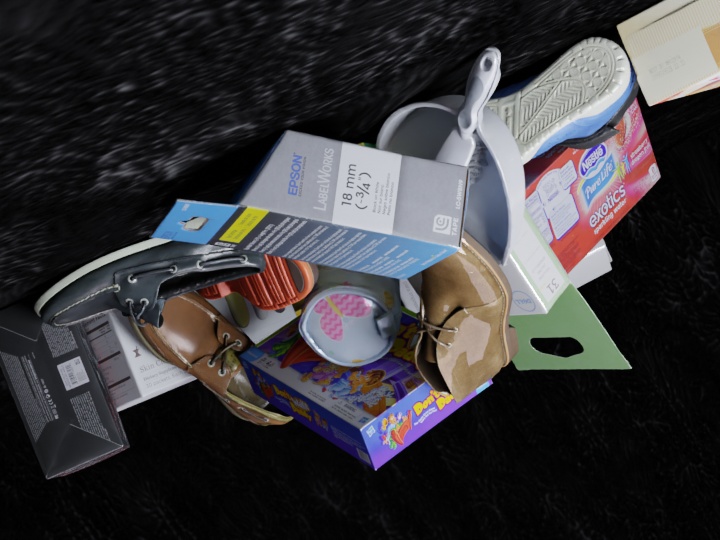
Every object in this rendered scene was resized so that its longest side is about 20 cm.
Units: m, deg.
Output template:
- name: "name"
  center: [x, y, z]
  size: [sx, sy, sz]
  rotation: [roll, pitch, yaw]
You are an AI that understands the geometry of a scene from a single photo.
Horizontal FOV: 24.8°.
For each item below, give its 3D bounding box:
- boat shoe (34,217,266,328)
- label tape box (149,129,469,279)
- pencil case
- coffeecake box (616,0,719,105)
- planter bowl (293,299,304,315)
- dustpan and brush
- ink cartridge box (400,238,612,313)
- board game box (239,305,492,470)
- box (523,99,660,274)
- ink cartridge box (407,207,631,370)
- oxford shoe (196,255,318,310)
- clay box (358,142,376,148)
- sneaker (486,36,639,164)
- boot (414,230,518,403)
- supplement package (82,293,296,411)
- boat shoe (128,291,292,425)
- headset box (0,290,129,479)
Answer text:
- name: "boat shoe"
  center: [-0.169, 0.013, 1.354]
  size: [0.198, 0.067, 0.075]
  rotation: [-23, 168, -10]
- name: "label tape box"
  center: [-0.039, -0.048, 1.159]
  size: [0.198, 0.064, 0.144]
  rotation: [10, 168, -14]
- name: "pencil case"
  center: [0.000, 0.000, 1.465]
  size: [0.090, 0.084, 0.201]
  rotation: [5, -147, 5]
- name: "coffeecake box"
  center: [0.323, -0.205, 1.326]
  size: [0.153, 0.074, 0.199]
  rotation: [-25, 177, 36]
- name: "planter bowl"
  center: [-0.015, -0.019, 1.914]
  size: [0.199, 0.084, 0.200]
  rotation: [-23, 178, -1]
- name: "dustpan and brush"
  center: [0.077, -0.097, 1.201]
  size: [0.057, 0.139, 0.201]
  rotation: [-34, 159, -40]
- name: "ink cartridge box"
  center: [0.124, -0.028, 1.583]
  size: [0.199, 0.145, 0.084]
  rotation: [-28, 161, 3]
- name: "board game box"
  center: [0.001, 0.088, 1.448]
  size: [0.134, 0.045, 0.199]
  rotation: [-34, -148, -23]
- name: "box"
  center: [0.166, -0.074, 1.443]
  size: [0.095, 0.100, 0.200]
  rotation: [9, -138, 45]
- name: "ink cartridge box"
  center: [0.118, 0.023, 1.369]
  size: [0.145, 0.201, 0.048]
  rotation: [-4, -144, 52]
- name: "oxford shoe"
  center: [-0.086, -0.013, 1.448]
  size: [0.072, 0.072, 0.199]
  rotation: [-29, -160, -28]
- name: "clay box"
  center: [-0.025, -0.064, 1.352]
  size: [0.114, 0.048, 0.200]
  rotation: [-22, 177, 12]
- name: "sneaker"
  center: [0.141, -0.120, 1.359]
  size: [0.199, 0.077, 0.111]
  rotation: [-31, 166, 16]
- name: "boot"
  center: [0.073, 0.034, 1.290]
  size: [0.075, 0.073, 0.201]
  rotation: [-46, 143, -19]
- name: "supplement package"
  center: [-0.190, 0.058, 1.632]
  size: [0.199, 0.112, 0.155]
  rotation: [-22, 177, -38]
- name: "boat shoe"
  center: [-0.130, 0.076, 1.520]
  size: [0.068, 0.200, 0.072]
  rotation: [14, -111, 49]
- name: "headset box"
  center: [-0.268, 0.105, 1.470]
  size: [0.074, 0.150, 0.200]
  rotation: [-22, 177, -8]
